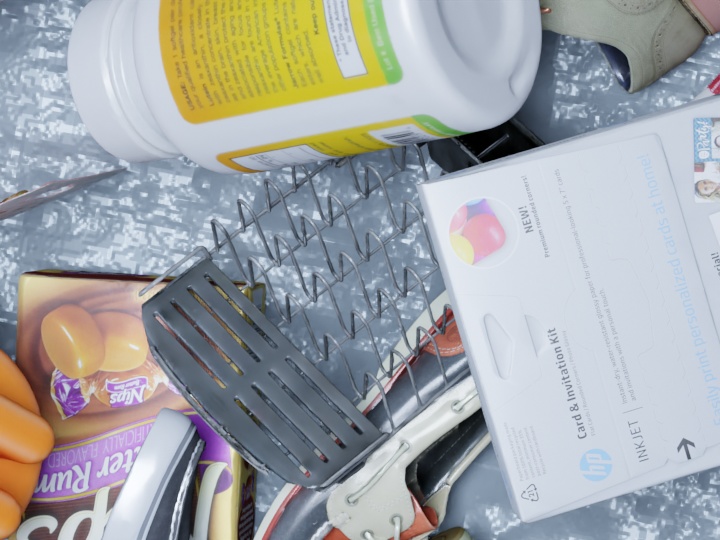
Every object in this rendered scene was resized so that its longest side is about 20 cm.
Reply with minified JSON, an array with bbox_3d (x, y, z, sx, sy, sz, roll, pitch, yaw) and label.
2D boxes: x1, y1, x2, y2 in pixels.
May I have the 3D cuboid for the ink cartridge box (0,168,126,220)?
[{"bbox_3d":[-0.228,-0.026,1.062,0.200,0.163,0.057,-27,92,9],"label":"ink cartridge box"}]

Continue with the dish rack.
[{"bbox_3d":[0.000,0.000,1.033,0.200,0.055,0.153,-39,63,-15],"label":"dish rack"}]

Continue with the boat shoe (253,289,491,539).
[{"bbox_3d":[0.017,0.100,1.068,0.063,0.071,0.200,38,91,25],"label":"boat shoe"}]

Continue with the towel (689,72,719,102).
[{"bbox_3d":[0.264,-0.087,1.027,0.200,0.023,0.144,-39,65,5],"label":"towel"}]

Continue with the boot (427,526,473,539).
[{"bbox_3d":[0.032,0.238,1.073,0.155,0.072,0.200,41,100,5],"label":"boot"}]

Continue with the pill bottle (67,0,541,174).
[{"bbox_3d":[-0.030,-0.103,0.990,0.200,0.111,0.111,-8,90,35],"label":"pill bottle"}]

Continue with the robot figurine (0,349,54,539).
[{"bbox_3d":[-0.233,0.081,1.064,0.200,0.117,0.144,6,106,49],"label":"robot figurine"}]

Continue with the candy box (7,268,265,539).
[{"bbox_3d":[-0.112,0.102,1.100,0.117,0.056,0.200,3,93,8],"label":"candy box"}]

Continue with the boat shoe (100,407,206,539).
[{"bbox_3d":[-0.098,0.166,1.040,0.066,0.070,0.200,18,95,0],"label":"boat shoe"}]

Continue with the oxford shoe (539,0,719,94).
[{"bbox_3d":[0.094,-0.146,1.006,0.200,0.071,0.074,36,101,-36],"label":"oxford shoe"}]

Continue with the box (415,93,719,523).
[{"bbox_3d":[0.142,0.008,0.972,0.200,0.041,0.156,-17,93,-3],"label":"box"}]
